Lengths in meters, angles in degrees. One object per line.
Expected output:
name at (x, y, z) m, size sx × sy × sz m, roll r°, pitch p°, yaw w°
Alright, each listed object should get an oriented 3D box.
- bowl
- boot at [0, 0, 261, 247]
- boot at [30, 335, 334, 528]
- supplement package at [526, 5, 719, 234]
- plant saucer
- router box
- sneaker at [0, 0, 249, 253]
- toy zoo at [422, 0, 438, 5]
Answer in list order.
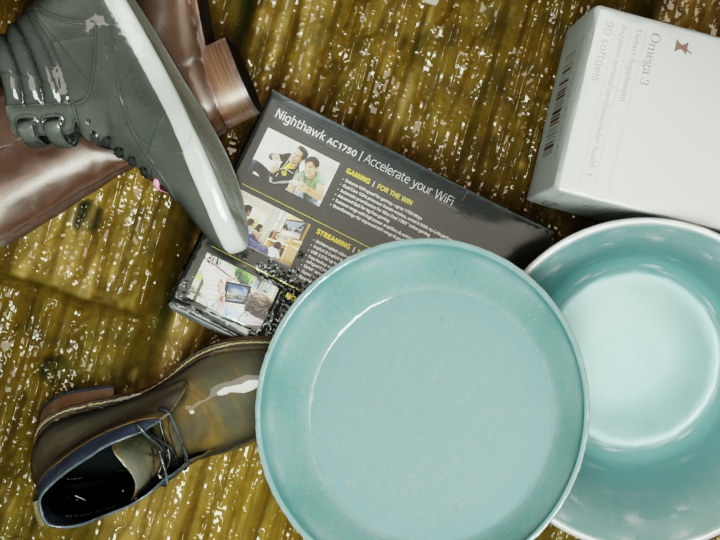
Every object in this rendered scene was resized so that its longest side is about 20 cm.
bowl at (0.170, 0.062, 1.489) m, size 0.199 × 0.105 × 0.203 m, roll 0°, pitch 97°, yaw 1°
boot at (-0.183, -0.132, 1.502) m, size 0.199 × 0.064 × 0.188 m, roll -25°, pitch 75°, yaw 7°
boot at (-0.107, 0.103, 1.458) m, size 0.198 × 0.097 × 0.075 m, roll -18°, pitch 116°, yaw 12°
supplement package at (0.217, -0.077, 1.498) m, size 0.198 × 0.117 × 0.118 m, roll 14°, pitch 86°, yaw -4°
plant saucer at (0.038, 0.083, 1.418) m, size 0.198 × 0.036 × 0.202 m, roll -2°, pitch 81°, yaw 14°
router box at (0.000, 0.000, 1.513) m, size 0.199 × 0.051 × 0.150 m, roll 27°, pitch 85°, yaw -3°
sneaker at (-0.145, -0.080, 1.434) m, size 0.099 × 0.071 × 0.201 m, roll -31°, pitch 81°, yaw 5°
toy zoo at (-0.026, -0.244, 1.482) m, size 0.198 × 0.021 × 0.132 m, roll 16°, pitch 132°, yaw -8°
